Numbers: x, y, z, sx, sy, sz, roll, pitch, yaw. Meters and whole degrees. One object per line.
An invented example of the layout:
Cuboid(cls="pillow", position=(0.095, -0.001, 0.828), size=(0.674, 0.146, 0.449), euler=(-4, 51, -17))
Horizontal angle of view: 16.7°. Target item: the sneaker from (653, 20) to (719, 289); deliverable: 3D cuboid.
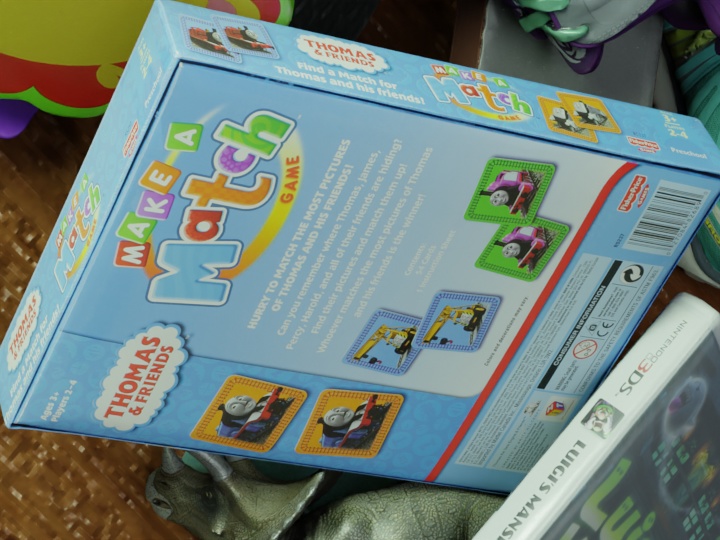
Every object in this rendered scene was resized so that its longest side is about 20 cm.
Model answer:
Cuboid(cls="sneaker", position=(0.147, -0.087, 0.923), size=(0.077, 0.080, 0.202), euler=(-17, 101, -20))

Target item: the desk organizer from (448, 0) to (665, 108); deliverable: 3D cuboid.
Cuboid(cls="desk organizer", position=(0.060, -0.086, 0.887), size=(0.071, 0.077, 0.202), euler=(6, 93, -23))

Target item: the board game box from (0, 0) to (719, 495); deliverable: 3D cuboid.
Cuboid(cls="board game box", position=(0.000, 0.000, 0.795), size=(0.199, 0.037, 0.152), euler=(10, 127, -28))

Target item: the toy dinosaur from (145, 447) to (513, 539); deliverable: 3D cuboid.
Cuboid(cls="toy dinosaur", position=(0.022, 0.110, 0.875), size=(0.198, 0.077, 0.103), euler=(5, 111, -17))

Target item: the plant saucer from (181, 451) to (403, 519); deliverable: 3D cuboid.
Cuboid(cls="plant saucer", position=(0.030, 0.089, 0.926), size=(0.199, 0.019, 0.070), euler=(30, 84, -22))

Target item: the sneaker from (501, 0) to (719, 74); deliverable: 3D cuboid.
Cuboid(cls="sneaker", position=(0.052, -0.106, 0.800), size=(0.198, 0.074, 0.088), euler=(-3, 103, -24))

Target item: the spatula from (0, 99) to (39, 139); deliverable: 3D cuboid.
Cuboid(cls="spatula", position=(-0.159, -0.024, 0.806), size=(0.056, 0.021, 0.201), euler=(38, 69, -16))

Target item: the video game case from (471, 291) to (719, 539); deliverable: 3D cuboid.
Cuboid(cls="video game case", position=(0.088, 0.126, 0.892), size=(0.182, 0.023, 0.200), euler=(-49, 146, -12))

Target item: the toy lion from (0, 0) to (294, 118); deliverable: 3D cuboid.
Cuboid(cls="toy lion", position=(-0.122, -0.112, 0.727), size=(0.198, 0.192, 0.069), euler=(0, 58, 11))

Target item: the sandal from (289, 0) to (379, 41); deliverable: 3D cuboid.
Cuboid(cls="sandal", position=(-0.038, -0.085, 0.856), size=(0.075, 0.048, 0.202), euler=(17, 100, -58))
